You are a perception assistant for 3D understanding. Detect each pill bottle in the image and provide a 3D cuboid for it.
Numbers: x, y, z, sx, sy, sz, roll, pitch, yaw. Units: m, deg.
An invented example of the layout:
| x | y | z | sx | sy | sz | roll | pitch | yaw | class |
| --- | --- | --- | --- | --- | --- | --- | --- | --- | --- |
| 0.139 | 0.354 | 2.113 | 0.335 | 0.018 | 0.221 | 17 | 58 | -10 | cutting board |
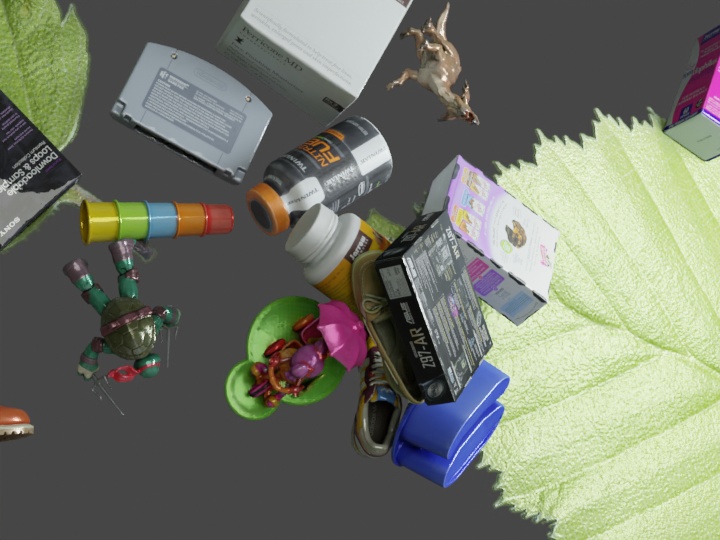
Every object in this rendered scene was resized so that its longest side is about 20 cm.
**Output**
| x | y | z | sx | sy | sz | roll | pitch | yaw | class |
| --- | --- | --- | --- | --- | --- | --- | --- | --- | --- |
| 0.000 | 0.000 | 1.496 | 0.199 | 0.109 | 0.110 | 37 | 67 | -18 | pill bottle |
| -0.060 | -0.124 | 1.556 | 0.199 | 0.106 | 0.107 | -34 | 93 | -26 | pill bottle |

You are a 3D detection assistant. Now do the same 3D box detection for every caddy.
| x | y | z | sx | sy | sz | roll | pitch | yaw | class |
| --- | --- | --- | --- | --- | --- | --- | --- | --- | --- |
| 0.117 | 0.195 | 1.538 | 0.104 | 0.142 | 0.200 | 29 | 50 | 23 | caddy |

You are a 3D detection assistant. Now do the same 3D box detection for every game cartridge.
| x | y | z | sx | sy | sz | roll | pitch | yaw | class |
| --- | --- | --- | --- | --- | --- | --- | --- | --- | --- |
| -0.226 | -0.220 | 1.545 | 0.199 | 0.040 | 0.134 | 29 | 72 | -15 | game cartridge |

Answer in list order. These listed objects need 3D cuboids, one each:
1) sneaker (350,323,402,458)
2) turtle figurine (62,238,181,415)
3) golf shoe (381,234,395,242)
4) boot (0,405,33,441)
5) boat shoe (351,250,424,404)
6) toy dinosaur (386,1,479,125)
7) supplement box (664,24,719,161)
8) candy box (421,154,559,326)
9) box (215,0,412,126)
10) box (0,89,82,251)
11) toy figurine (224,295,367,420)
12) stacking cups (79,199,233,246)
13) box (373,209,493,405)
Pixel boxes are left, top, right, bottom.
| x | y | z | sx | sy | sz | roll | pitch | yaw | class |
| --- | --- | --- | --- | --- | --- | --- | --- | --- | --- |
| 0.031 | 0.154 | 1.538 | 0.074 | 0.090 | 0.202 | 5 | 77 | -12 | sneaker |
| -0.292 | 0.068 | 1.422 | 0.149 | 0.101 | 0.201 | -21 | 84 | -25 | turtle figurine |
| 0.054 | 0.021 | 1.595 | 0.199 | 0.078 | 0.098 | 35 | 76 | -10 | golf shoe |
| -0.482 | 0.148 | 1.336 | 0.198 | 0.075 | 0.108 | 12 | 69 | -19 | boot |
| 0.043 | 0.072 | 1.431 | 0.073 | 0.063 | 0.202 | -17 | 106 | -9 | boat shoe |
| 0.124 | -0.299 | 1.693 | 0.135 | 0.086 | 0.201 | 30 | 52 | -26 | toy dinosaur |
| 0.600 | -0.302 | 1.883 | 0.103 | 0.101 | 0.201 | 30 | 68 | -14 | supplement box |
| 0.185 | -0.044 | 1.628 | 0.199 | 0.072 | 0.168 | 36 | 40 | -13 | candy box |
| -0.064 | -0.351 | 1.591 | 0.198 | 0.131 | 0.201 | 33 | 68 | -13 | box |
| -0.472 | -0.144 | 1.422 | 0.200 | 0.036 | 0.143 | 47 | 65 | -9 | box |
| -0.071 | 0.107 | 1.458 | 0.200 | 0.184 | 0.151 | -39 | 95 | -25 | toy figurine |
| -0.263 | -0.063 | 1.480 | 0.198 | 0.060 | 0.061 | -1 | 79 | -24 | stacking cups |
| 0.097 | 0.045 | 1.433 | 0.160 | 0.043 | 0.202 | -46 | 119 | -56 | box |
